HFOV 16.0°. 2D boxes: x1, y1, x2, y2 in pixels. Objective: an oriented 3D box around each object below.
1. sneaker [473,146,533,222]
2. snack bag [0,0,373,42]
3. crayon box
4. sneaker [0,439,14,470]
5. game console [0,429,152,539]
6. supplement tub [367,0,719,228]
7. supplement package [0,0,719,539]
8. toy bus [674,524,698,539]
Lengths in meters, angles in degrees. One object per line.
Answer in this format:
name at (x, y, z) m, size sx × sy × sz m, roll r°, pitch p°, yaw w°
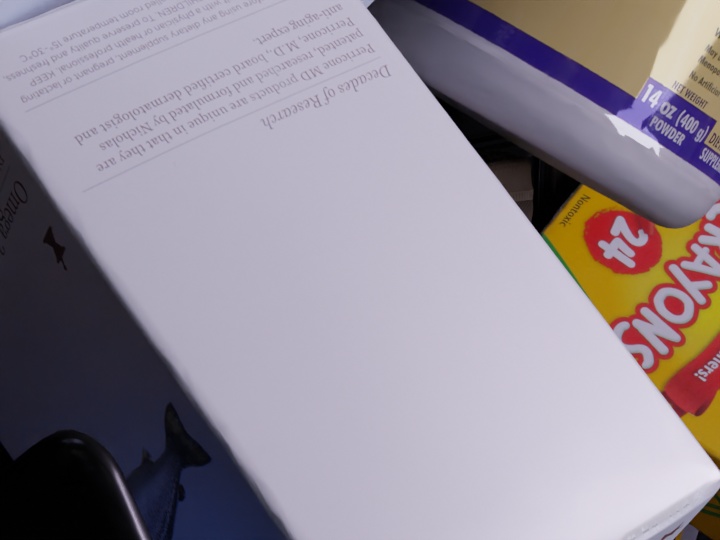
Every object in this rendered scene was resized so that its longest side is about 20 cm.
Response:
sneaker at (0.000, 0.000, 0.886) m, size 0.200 × 0.070 × 0.076 m, roll -10°, pitch 107°, yaw -53°
snack bag at (-0.045, -0.089, 0.719) m, size 0.189 × 0.021 × 0.200 m, roll -45°, pitch 162°, yaw 29°
crayon box at (0.156, 0.040, 1.004) m, size 0.127 × 0.200 × 0.051 m, roll -50°, pitch 168°, yaw -34°
sneaker at (-0.091, 0.057, 0.752) m, size 0.200 × 0.090 × 0.070 m, roll -27°, pitch 120°, yaw -49°
game console at (-0.060, 0.163, 0.655) m, size 0.200 × 0.116 × 0.176 m, roll 65°, pitch 2°, yaw 16°
supplement tub at (0.105, -0.131, 0.896) m, size 0.145 × 0.145 × 0.200 m, roll 26°, pitch 96°, yaw -54°
supplement package at (-0.021, 0.028, 0.694) m, size 0.117 × 0.200 × 0.117 m, roll -26°, pitch 161°, yaw -31°
toy bus at (0.092, 0.117, 1.050) m, size 0.078 × 0.065 × 0.200 m, roll 41°, pitch 64°, yaw -52°
